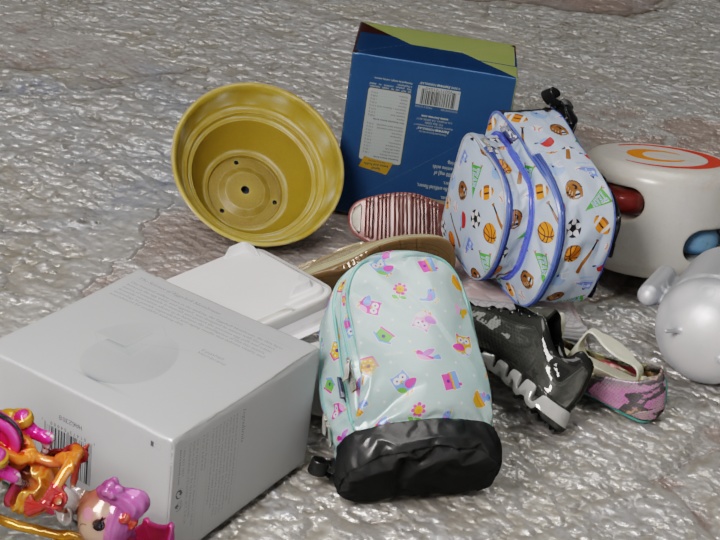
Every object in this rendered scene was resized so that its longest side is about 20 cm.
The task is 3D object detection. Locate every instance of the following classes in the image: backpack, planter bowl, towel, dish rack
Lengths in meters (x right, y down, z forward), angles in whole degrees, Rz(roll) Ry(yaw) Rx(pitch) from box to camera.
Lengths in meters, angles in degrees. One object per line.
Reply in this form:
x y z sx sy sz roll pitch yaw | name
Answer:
0.038 0.087 1.256 0.165 0.127 0.201 2 59 -22 | backpack
-0.125 -0.106 1.667 0.199 0.083 0.202 6 67 -16 | planter bowl
0.181 -0.060 1.539 0.153 0.201 0.191 -13 42 -25 | backpack
0.133 0.026 1.584 0.198 0.032 0.191 4 26 -11 | towel
-0.126 0.029 1.405 0.171 0.044 0.200 -22 26 -24 | dish rack

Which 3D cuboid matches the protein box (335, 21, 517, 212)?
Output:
0.078 -0.173 1.775 0.197 0.202 0.135 9 26 1 | protein box

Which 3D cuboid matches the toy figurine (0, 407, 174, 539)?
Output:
-0.217 0.169 1.040 0.183 0.201 0.151 20 37 -5 | toy figurine

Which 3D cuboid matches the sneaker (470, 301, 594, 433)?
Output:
0.148 0.063 1.410 0.200 0.091 0.066 42 5 32 | sneaker

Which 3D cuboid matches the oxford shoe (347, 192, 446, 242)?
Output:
0.083 -0.051 1.709 0.198 0.071 0.075 6 0 -3 | oxford shoe

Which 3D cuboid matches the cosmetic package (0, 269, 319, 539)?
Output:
-0.173 0.113 1.207 0.198 0.124 0.200 22 30 26 | cosmetic package

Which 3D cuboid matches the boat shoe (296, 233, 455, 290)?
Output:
0.000 0.000 1.519 0.198 0.072 0.065 -14 22 -12 | boat shoe

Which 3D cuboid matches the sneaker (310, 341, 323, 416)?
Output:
-0.016 0.080 1.393 0.199 0.074 0.115 -1 24 -38 | sneaker

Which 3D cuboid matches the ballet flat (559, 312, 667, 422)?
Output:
0.211 0.085 1.442 0.199 0.072 0.069 20 29 23 | ballet flat

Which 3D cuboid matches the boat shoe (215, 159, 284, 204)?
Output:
-0.161 -0.146 1.793 0.090 0.071 0.200 2 29 -23 | boat shoe

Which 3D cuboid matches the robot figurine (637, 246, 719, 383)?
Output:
0.374 0.046 1.522 0.169 0.114 0.200 23 29 20 | robot figurine

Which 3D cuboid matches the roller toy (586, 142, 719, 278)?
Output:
0.341 -0.065 1.709 0.198 0.141 0.183 6 15 4 | roller toy
